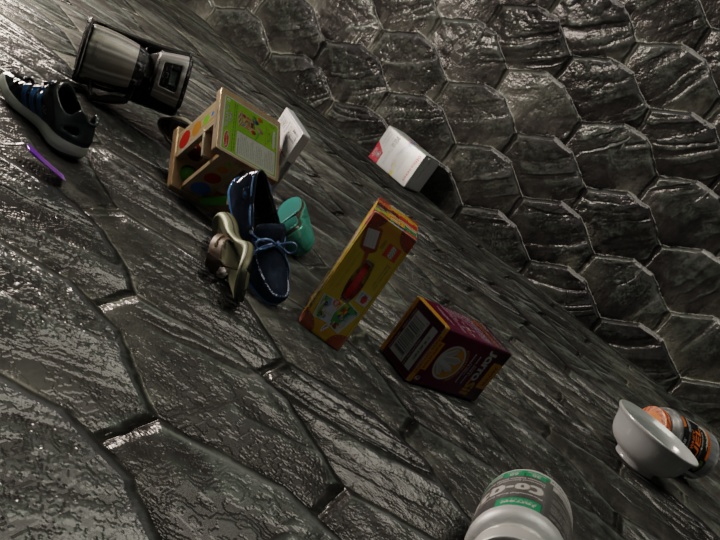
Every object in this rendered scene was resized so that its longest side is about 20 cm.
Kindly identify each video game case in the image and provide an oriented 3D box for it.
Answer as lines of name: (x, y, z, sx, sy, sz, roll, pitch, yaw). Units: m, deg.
video game case: (-0.160, -0.168, 1.492, 0.018, 0.201, 0.144, 29, 15, -28)

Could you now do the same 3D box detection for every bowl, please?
bowl: (0.606, 0.374, 1.870, 0.200, 0.091, 0.201, 34, 14, -10)

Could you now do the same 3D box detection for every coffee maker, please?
coffee maker: (-0.415, -0.376, 1.614, 0.198, 0.136, 0.193, 17, 24, -22)

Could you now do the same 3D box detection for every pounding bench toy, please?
pounding bench toy: (-0.228, -0.154, 1.429, 0.123, 0.155, 0.202, 27, 48, -36)

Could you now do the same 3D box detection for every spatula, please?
spatula: (-0.458, -0.166, 1.105, 0.198, 0.021, 0.056, 27, 4, -29)

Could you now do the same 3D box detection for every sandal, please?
sandal: (-0.190, -0.019, 1.220, 0.057, 0.081, 0.201, 4, 23, -24)

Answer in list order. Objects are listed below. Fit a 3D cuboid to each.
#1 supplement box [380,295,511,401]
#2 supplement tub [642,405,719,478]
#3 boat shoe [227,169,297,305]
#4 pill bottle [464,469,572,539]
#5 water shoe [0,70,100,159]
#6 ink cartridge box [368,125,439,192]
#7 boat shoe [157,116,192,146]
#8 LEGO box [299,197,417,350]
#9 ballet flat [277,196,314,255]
supplement box: (0.143, 0.132, 1.451, 0.199, 0.111, 0.086, 23, 19, -45)
supplement tub: (0.725, 0.394, 2.039, 0.199, 0.123, 0.123, 29, 15, -29)
boat shoe: (-0.144, -0.052, 1.276, 0.084, 0.068, 0.202, -8, 73, -51)
pill bottle: (0.171, 0.297, 0.954, 0.113, 0.114, 0.200, 38, 13, 9)
water shoe: (-0.445, -0.243, 1.279, 0.200, 0.079, 0.071, 42, 14, 21)
ink cartridge box: (0.165, -0.412, 3.289, 0.200, 0.146, 0.144, 43, 15, 24)
boat shoe: (-0.298, -0.223, 1.623, 0.199, 0.072, 0.065, 38, 18, 23)
LEGO box: (0.000, 0.000, 1.334, 0.077, 0.201, 0.149, 34, 14, -4)
ballet flat: (-0.117, -0.074, 1.620, 0.071, 0.067, 0.200, 58, 6, -20)
